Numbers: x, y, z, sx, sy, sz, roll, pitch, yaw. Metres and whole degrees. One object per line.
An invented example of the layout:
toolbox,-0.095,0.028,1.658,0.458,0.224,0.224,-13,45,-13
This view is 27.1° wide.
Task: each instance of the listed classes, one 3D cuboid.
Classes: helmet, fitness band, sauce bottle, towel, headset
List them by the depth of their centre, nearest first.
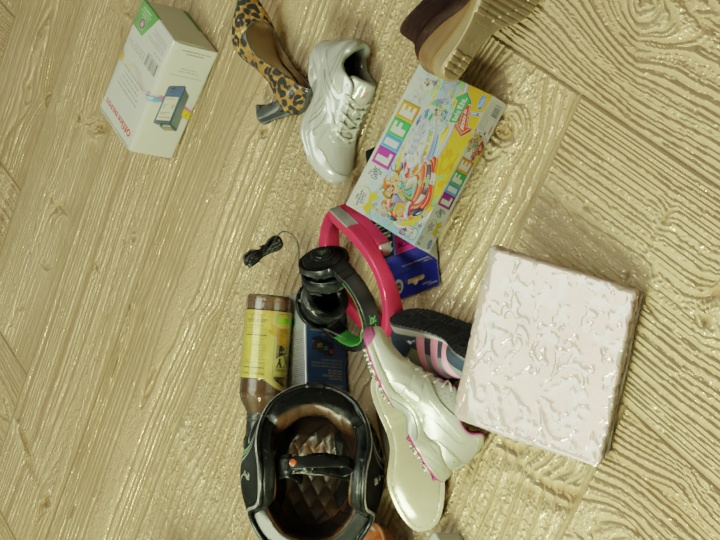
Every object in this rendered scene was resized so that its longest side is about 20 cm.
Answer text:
towel,0.203,0.091,1.630,0.189,0.032,0.203,17,99,31
helmet,-0.059,0.253,1.843,0.192,0.198,0.201,94,157,-54
headset,-0.059,0.025,1.892,0.200,0.093,0.124,44,147,28
fitness band,0.000,0.000,1.907,0.200,0.037,0.145,49,149,46
sauce bottle,-0.126,0.133,1.946,0.064,0.064,0.203,1,87,52

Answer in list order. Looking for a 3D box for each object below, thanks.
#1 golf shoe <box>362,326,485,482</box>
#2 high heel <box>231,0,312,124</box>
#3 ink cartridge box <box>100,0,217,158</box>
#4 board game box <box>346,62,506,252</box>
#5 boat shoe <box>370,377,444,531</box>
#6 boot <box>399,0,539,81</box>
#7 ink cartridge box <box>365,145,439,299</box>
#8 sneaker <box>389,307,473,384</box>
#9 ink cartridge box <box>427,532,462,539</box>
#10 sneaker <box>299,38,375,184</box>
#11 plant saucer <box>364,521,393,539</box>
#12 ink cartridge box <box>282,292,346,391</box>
golf shoe,0.073,0.145,1.750,0.091,0.075,0.201,-30,94,3
high heel,-0.117,-0.315,2.111,0.142,0.071,0.203,-10,93,57
ink cartridge box,-0.324,-0.303,2.370,0.146,0.087,0.201,51,121,43
board game box,0.079,-0.140,1.822,0.134,0.034,0.202,31,95,43
boat shoe,0.058,0.214,1.814,0.060,0.071,0.202,36,-142,-86
boot,0.132,-0.332,1.805,0.200,0.072,0.167,-48,32,13
ink cartridge box,0.053,-0.069,1.894,0.094,0.037,0.203,-22,70,49
sneaker,0.114,0.108,1.776,0.199,0.070,0.083,24,127,49
ink cartridge box,0.088,0.441,1.760,0.201,0.043,0.174,-57,43,29
sneaker,-0.023,-0.217,1.982,0.099,0.077,0.203,-10,78,47
plant saucer,-0.005,0.410,1.842,0.201,0.032,0.202,-55,22,35
ink cartridge box,-0.085,0.138,2.002,0.136,0.076,0.203,-15,71,50
